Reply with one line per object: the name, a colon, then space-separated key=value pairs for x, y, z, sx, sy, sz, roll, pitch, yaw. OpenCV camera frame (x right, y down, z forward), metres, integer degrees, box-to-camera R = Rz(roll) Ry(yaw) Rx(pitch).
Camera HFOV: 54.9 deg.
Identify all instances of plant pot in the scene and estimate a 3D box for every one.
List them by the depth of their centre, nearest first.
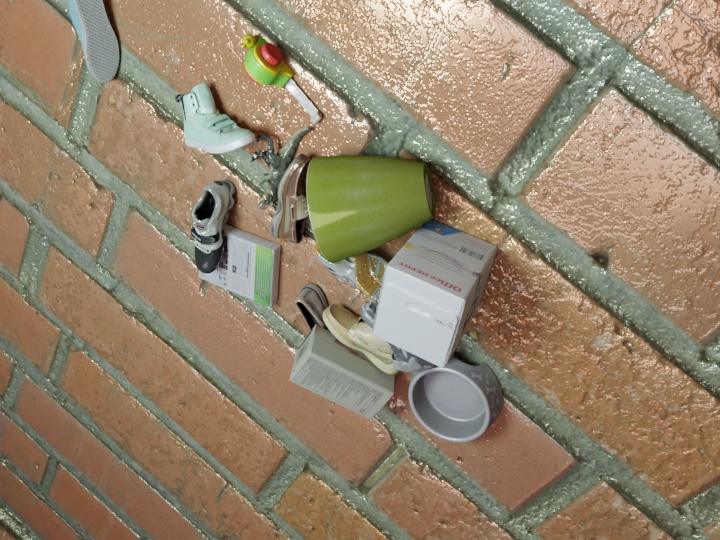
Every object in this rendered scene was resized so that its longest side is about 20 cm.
plant pot: x=0.028 y=-0.124 z=1.219 sx=0.195 sy=0.188 sz=0.192 roll=-9 pitch=112 yaw=15

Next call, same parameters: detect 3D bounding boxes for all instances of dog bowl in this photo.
dog bowl: x=0.185 y=0.256 z=1.394 sx=0.195 sy=0.059 sz=0.205 roll=14 pitch=122 yaw=22

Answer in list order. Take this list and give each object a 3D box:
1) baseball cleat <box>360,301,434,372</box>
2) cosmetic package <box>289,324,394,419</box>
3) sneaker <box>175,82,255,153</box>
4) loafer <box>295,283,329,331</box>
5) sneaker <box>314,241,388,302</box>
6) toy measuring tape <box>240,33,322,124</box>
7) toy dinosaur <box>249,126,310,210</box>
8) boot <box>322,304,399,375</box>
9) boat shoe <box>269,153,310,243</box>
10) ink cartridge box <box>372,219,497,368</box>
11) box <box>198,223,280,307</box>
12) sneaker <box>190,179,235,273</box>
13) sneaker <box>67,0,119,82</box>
baseball cleat: x=0.068 y=0.136 z=1.304 sx=0.197 sy=0.071 sz=0.107 roll=30 pitch=125 yaw=-15
cosmetic package: x=-0.035 y=0.211 z=1.430 sx=0.197 sy=0.088 sz=0.104 roll=30 pitch=125 yaw=-14
sneaker: x=-0.284 y=-0.295 z=1.330 sx=0.197 sy=0.073 sz=0.121 roll=15 pitch=122 yaw=39
loafer: x=-0.084 y=0.130 z=1.471 sx=0.071 sy=0.063 sz=0.204 roll=-15 pitch=107 yaw=34
sneaker: x=0.000 y=0.000 z=1.351 sx=0.198 sy=0.076 sz=0.088 roll=37 pitch=169 yaw=10
toy measuring tape: x=-0.151 y=-0.342 z=1.250 sx=0.073 sy=0.074 sz=0.201 roll=-36 pitch=95 yaw=37
toy dinosaur: x=-0.169 y=-0.218 z=1.347 sx=0.087 sy=0.048 sz=0.202 roll=34 pitch=122 yaw=4
boot: x=0.031 y=0.100 z=1.385 sx=0.198 sy=0.073 sz=0.157 roll=37 pitch=128 yaw=4
boat shoe: x=-0.121 y=-0.136 z=1.349 sx=0.071 sy=0.076 sz=0.202 roll=27 pitch=135 yaw=8
ink cartridge box: x=0.131 y=0.034 z=1.213 sx=0.144 sy=0.200 sz=0.149 roll=23 pitch=125 yaw=16
box: x=-0.266 y=-0.019 z=1.512 sx=0.196 sy=0.036 sz=0.147 roll=22 pitch=124 yaw=19
sneaker: x=-0.323 y=-0.088 z=1.437 sx=0.072 sy=0.088 sz=0.205 roll=18 pitch=106 yaw=17
sneaker: x=-0.542 y=-0.489 z=1.402 sx=0.082 sy=0.073 sz=0.204 roll=40 pitch=140 yaw=42
